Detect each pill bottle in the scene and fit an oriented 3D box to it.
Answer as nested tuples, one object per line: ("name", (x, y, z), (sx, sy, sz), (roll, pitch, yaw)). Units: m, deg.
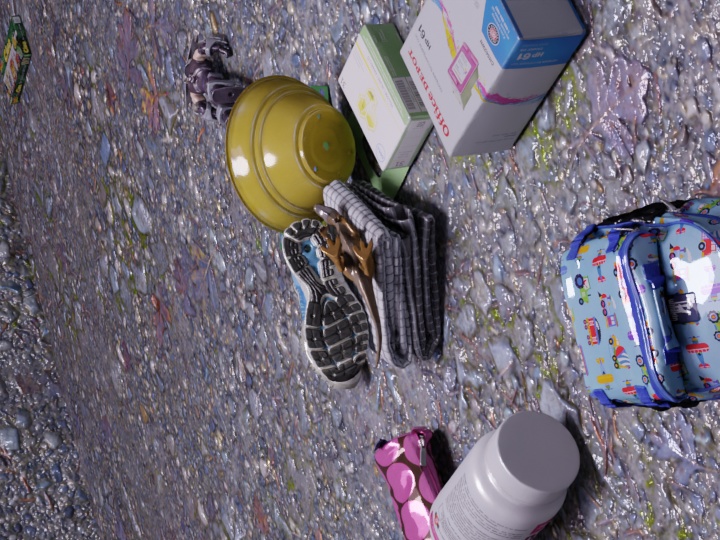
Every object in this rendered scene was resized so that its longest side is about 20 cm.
("pill bottle", (0.156, 0.241, 1.638), (0.114, 0.113, 0.200), (66, 151, 26))

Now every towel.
("towel", (0.027, -0.002, 1.838), (0.166, 0.085, 0.202), (40, 142, 55))

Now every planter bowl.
("planter bowl", (-0.066, -0.150, 1.877), (0.083, 0.199, 0.202), (-7, 93, 45))

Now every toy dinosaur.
("toy dinosaur", (0.000, 0.000, 1.736), (0.106, 0.060, 0.201), (53, -163, -70))

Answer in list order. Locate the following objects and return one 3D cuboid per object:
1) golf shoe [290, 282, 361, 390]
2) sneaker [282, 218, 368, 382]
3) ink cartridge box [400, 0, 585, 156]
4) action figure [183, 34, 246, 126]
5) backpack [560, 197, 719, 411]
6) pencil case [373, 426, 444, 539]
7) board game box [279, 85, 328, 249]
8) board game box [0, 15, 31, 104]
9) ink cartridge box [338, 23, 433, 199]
("golf shoe", (-0.036, 0.058, 2.012), (0.097, 0.078, 0.202), (-36, 68, 55))
("sneaker", (-0.039, 0.037, 1.847), (0.090, 0.078, 0.202), (94, 162, -85))
("ink cartridge box", (0.130, -0.232, 1.548), (0.145, 0.084, 0.200), (67, 153, 24))
("action figure", (-0.218, -0.275, 2.269), (0.200, 0.069, 0.131), (-131, 32, -53))
("backpack", (0.284, 0.029, 1.278), (0.200, 0.134, 0.184), (-7, 94, 61))
("pencil case", (0.085, 0.293, 1.840), (0.094, 0.090, 0.201), (-44, 61, 44))
("board game box", (-0.076, -0.136, 2.036), (0.134, 0.029, 0.202), (165, 103, -65))
("board game box", (-0.770, -0.468, 3.370), (0.200, 0.023, 0.105), (-54, 49, 56))
("ink cartridge box", (0.018, -0.181, 1.840), (0.146, 0.048, 0.200), (65, 148, 26))
